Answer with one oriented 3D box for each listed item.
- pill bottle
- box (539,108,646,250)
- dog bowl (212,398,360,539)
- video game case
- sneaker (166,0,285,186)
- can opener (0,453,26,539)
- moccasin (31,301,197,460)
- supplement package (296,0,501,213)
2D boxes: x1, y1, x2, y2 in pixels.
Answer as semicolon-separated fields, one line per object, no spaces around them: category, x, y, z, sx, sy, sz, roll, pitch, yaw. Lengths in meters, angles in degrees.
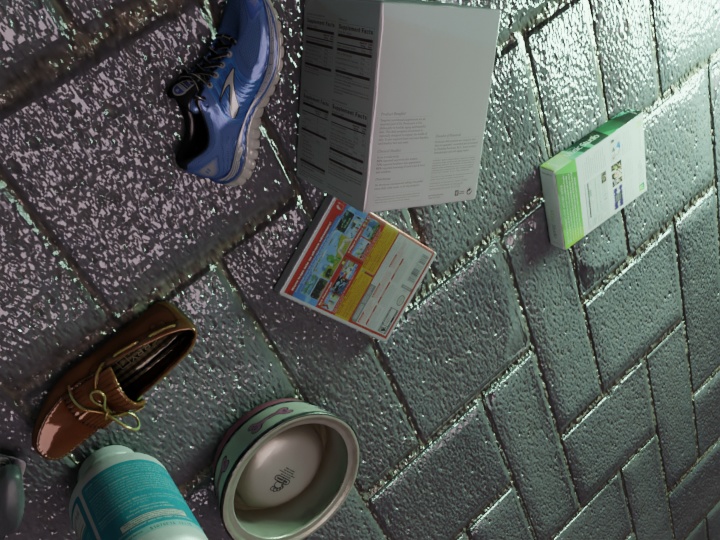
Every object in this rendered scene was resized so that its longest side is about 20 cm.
pill bottle;-0.236;0.267;0.746;0.110;0.200;0.111;-16;120;-29
box;0.366;-0.142;1.108;0.200;0.036;0.145;-33;127;-21
dog bowl;-0.101;0.256;0.923;0.199;0.074;0.201;-16;120;-30
video game case;0.000;0.000;0.916;0.200;0.017;0.143;28;93;-41
sneaker;-0.135;-0.182;0.694;0.089;0.078;0.201;2;110;-39
can opener;-0.389;0.283;0.729;0.053;0.067;0.201;11;103;-38
moccasin;-0.254;0.122;0.746;0.201;0.078;0.074;-39;128;-16
supplement package;0.034;-0.185;0.767;0.151;0.151;0.201;-10;116;-32
